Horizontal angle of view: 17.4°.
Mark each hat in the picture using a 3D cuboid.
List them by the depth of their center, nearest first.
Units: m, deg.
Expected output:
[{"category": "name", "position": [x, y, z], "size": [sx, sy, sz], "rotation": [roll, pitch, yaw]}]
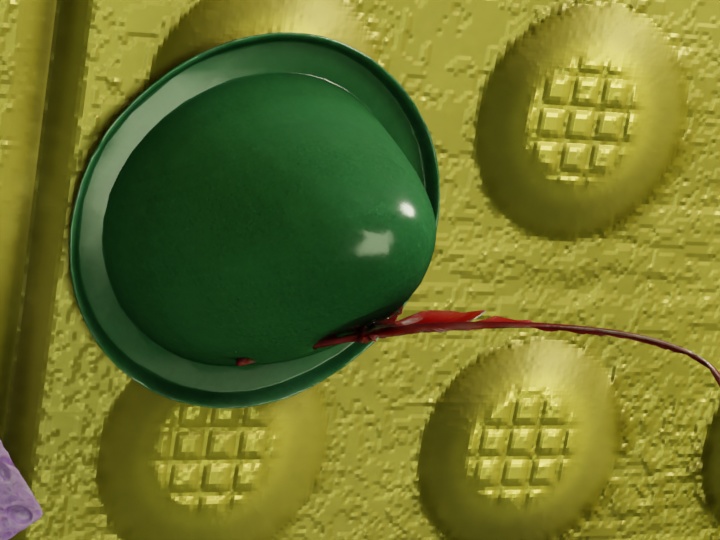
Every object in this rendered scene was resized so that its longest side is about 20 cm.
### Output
[{"category": "hat", "position": [0.000, 0.000, 0.957], "size": [0.199, 0.176, 0.166], "rotation": [-30, 118, -13]}]

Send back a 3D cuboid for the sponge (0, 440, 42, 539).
[{"category": "sponge", "position": [-0.240, 0.111, 0.970], "size": [0.199, 0.030, 0.112], "rotation": [-34, 119, -11]}]
